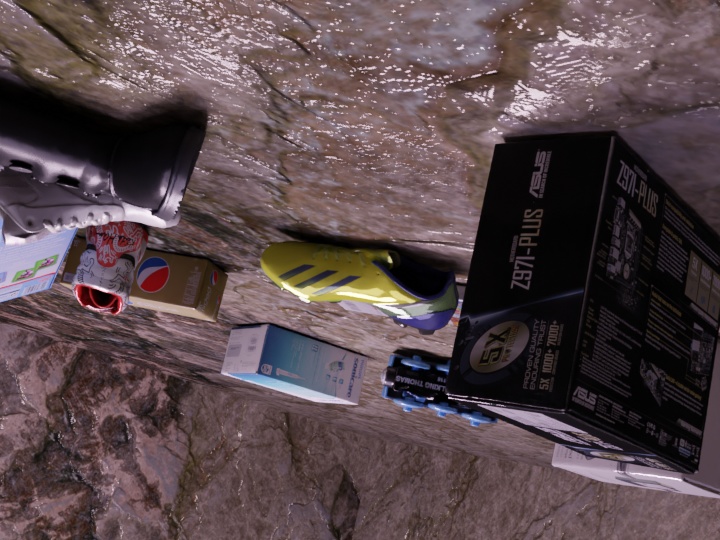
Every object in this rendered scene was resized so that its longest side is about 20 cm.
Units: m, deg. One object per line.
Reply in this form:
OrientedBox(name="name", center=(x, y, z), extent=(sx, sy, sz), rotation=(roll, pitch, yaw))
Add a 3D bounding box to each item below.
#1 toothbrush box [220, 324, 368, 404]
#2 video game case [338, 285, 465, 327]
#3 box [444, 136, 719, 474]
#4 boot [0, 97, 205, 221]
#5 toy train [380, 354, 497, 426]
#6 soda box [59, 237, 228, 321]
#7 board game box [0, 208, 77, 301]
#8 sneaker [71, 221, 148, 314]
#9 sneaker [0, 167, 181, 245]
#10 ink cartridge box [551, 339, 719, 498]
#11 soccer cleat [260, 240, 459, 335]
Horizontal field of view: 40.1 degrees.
OrientedBox(name="toothbrush box", center=(-0.110, 0.159, 1.649), extent=(0.198, 0.086, 0.146), rotation=(22, 164, -28))
OrientedBox(name="video game case", center=(0.051, 0.033, 1.095), extent=(0.198, 0.018, 0.143), rotation=(9, 166, 23))
OrientedBox(name="box", center=(0.156, 0.029, 0.642), extent=(0.085, 0.166, 0.199), rotation=(2, 164, 41))
OrientedBox(name="boot", center=(-0.225, -0.100, 0.742), extent=(0.198, 0.066, 0.165), rotation=(22, 164, -14))
OrientedBox(name="toy train", center=(0.126, 0.180, 1.505), extent=(0.198, 0.088, 0.114), rotation=(12, 176, -2))
OrientedBox(name="soda box", center=(-0.271, 0.011, 1.242), extent=(0.198, 0.065, 0.068), rotation=(10, 167, 19))
OrientedBox(name="board game box", center=(-0.351, -0.020, 0.941), extent=(0.150, 0.037, 0.200), rotation=(-18, 164, -37))
OrientedBox(name="sneaker", center=(-0.273, -0.007, 1.066), extent=(0.067, 0.109, 0.201), rotation=(16, 167, -12))
OrientedBox(name="sneaker", center=(-0.256, -0.058, 0.852), extent=(0.198, 0.101, 0.075), rotation=(16, 165, -15))
OrientedBox(name="ink cartridge box", center=(0.306, 0.150, 1.035), extent=(0.083, 0.147, 0.199), rotation=(21, 165, -24))
OrientedBox(name="soccer cleat", center=(0.001, -0.001, 0.955), extent=(0.198, 0.065, 0.084), rotation=(17, 138, 6))
